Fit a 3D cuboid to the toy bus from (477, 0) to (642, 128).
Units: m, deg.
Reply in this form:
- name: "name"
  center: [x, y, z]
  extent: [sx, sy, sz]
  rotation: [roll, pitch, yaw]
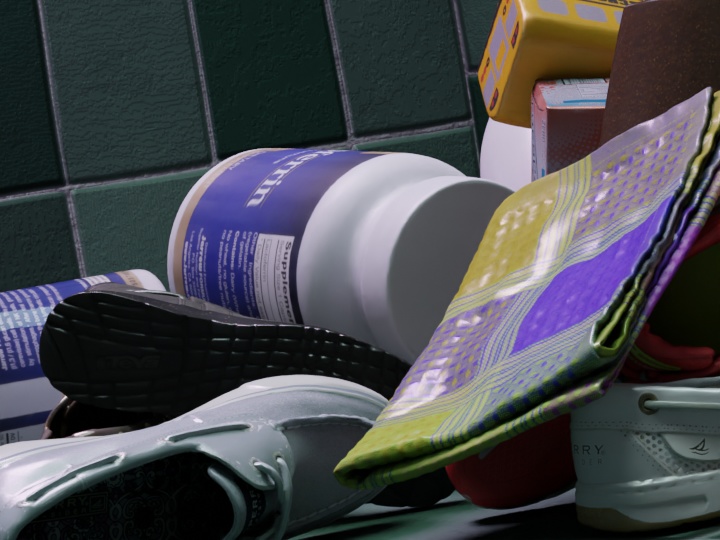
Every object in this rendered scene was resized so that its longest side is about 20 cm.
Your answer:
- name: "toy bus"
  center: [0.162, -0.099, 1.438]
  extent: [0.199, 0.065, 0.078]
  rotation: [9, 31, -13]

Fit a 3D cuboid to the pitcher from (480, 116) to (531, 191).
- name: "pitcher"
  center: [0.096, -0.031, 1.511]
  extent: [0.171, 0.121, 0.200]
  rotation: [-15, 31, 22]

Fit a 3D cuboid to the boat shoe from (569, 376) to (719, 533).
- name: "boat shoe"
  center: [0.173, 0.048, 1.097]
  extent: [0.199, 0.070, 0.071]
  rotation: [-10, 3, -19]

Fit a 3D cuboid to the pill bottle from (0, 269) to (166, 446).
- name: "pill bottle"
  center: [-0.206, 0.068, 1.654]
  extent: [0.199, 0.111, 0.111]
  rotation: [-10, 2, -19]

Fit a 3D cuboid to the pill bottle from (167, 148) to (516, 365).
- name: "pill bottle"
  center: [0.000, 0.000, 1.397]
  extent: [0.115, 0.116, 0.200]
  rotation: [-11, 9, -31]

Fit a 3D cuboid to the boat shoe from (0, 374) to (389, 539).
- name: "boat shoe"
  center: [-0.063, 0.093, 1.162]
  extent: [0.200, 0.070, 0.071]
  rotation: [-10, 20, -26]

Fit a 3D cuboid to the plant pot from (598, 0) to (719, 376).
- name: "plant pot"
  center: [0.175, -0.024, 1.265]
  extent: [0.186, 0.201, 0.187]
  rotation: [-10, 2, 0]

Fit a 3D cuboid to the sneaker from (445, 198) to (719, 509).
- name: "sneaker"
  center: [0.108, 0.026, 1.151]
  extent: [0.200, 0.077, 0.085]
  rotation: [-38, -3, 14]

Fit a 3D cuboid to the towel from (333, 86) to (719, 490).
- name: "towel"
  center: [0.075, 0.006, 1.148]
  extent: [0.143, 0.023, 0.200]
  rotation: [-26, 20, 39]

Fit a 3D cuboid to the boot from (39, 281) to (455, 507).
- name: "boot"
  center: [-0.042, 0.044, 1.304]
  extent: [0.199, 0.068, 0.131]
  rotation: [18, 7, 4]

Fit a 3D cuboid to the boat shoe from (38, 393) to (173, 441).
- name: "boat shoe"
  center: [-0.113, 0.082, 1.320]
  extent: [0.072, 0.060, 0.200]
  rotation: [-9, 10, 3]

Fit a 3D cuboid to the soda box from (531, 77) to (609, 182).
- name: "soda box"
  center: [0.181, -0.054, 1.368]
  extent: [0.199, 0.069, 0.064]
  rotation: [-1, 16, -1]
